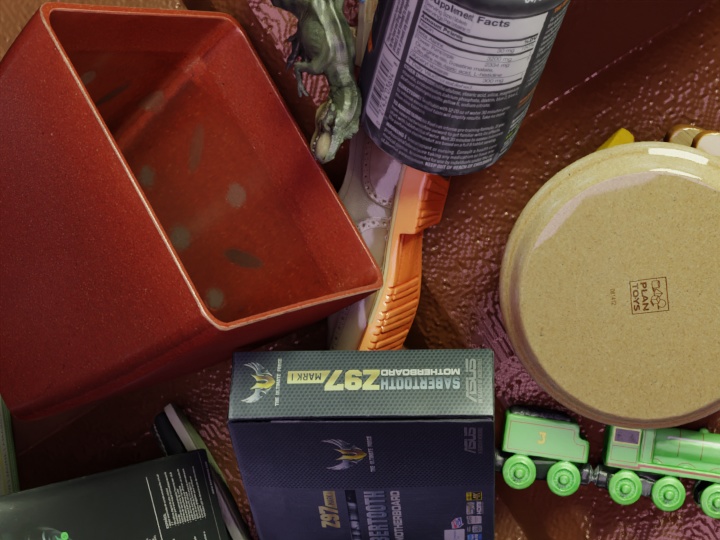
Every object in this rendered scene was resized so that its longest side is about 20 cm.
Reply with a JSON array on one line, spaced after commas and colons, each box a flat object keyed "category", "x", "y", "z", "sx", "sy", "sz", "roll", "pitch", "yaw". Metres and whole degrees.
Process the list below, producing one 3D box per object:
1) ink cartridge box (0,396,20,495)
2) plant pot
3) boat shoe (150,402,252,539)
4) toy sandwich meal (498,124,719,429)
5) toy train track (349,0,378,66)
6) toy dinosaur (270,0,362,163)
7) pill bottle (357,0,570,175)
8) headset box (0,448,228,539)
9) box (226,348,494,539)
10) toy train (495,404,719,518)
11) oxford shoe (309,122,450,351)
[{"category": "ink cartridge box", "x": -0.271, "y": 0.148, "z": 0.992, "sx": 0.047, "sy": 0.200, "sz": 0.148, "roll": -2, "pitch": 103, "yaw": 8}, {"category": "plant pot", "x": -0.139, "y": -0.021, "z": 0.937, "sx": 0.175, "sy": 0.199, "sz": 0.202, "roll": -34, "pitch": 80, "yaw": 27}, {"category": "boat shoe", "x": -0.104, "y": 0.187, "z": 1.055, "sx": 0.065, "sy": 0.075, "sz": 0.201, "roll": -25, "pitch": 110, "yaw": -3}, {"category": "toy sandwich meal", "x": 0.183, "y": 0.000, "z": 0.998, "sx": 0.202, "sy": 0.070, "sz": 0.208, "roll": 2, "pitch": 108, "yaw": 6}, {"category": "toy train track", "x": 0.008, "y": -0.227, "z": 0.963, "sx": 0.114, "sy": 0.032, "sz": 0.203, "roll": -12, "pitch": 118, "yaw": -35}, {"category": "toy dinosaur", "x": -0.035, "y": -0.165, "z": 0.960, "sx": 0.047, "sy": 0.088, "sz": 0.203, "roll": -13, "pitch": 92, "yaw": -23}, {"category": "pill bottle", "x": 0.065, "y": -0.155, "z": 0.897, "sx": 0.105, "sy": 0.107, "sz": 0.201, "roll": 18, "pitch": 142, "yaw": 0}, {"category": "headset box", "x": -0.172, "y": 0.215, "z": 0.930, "sx": 0.092, "sy": 0.198, "sz": 0.176, "roll": -26, "pitch": 78, "yaw": 51}, {"category": "box", "x": 0.007, "y": 0.121, "z": 0.985, "sx": 0.155, "sy": 0.052, "sz": 0.201, "roll": 0, "pitch": 145, "yaw": 4}, {"category": "toy train", "x": 0.184, "y": 0.125, "z": 1.040, "sx": 0.197, "sy": 0.042, "sz": 0.057, "roll": 8, "pitch": 93, "yaw": 2}, {"category": "oxford shoe", "x": 0.000, "y": 0.000, "z": 1.015, "sx": 0.072, "sy": 0.071, "sz": 0.202, "roll": 19, "pitch": 98, "yaw": 17}]
